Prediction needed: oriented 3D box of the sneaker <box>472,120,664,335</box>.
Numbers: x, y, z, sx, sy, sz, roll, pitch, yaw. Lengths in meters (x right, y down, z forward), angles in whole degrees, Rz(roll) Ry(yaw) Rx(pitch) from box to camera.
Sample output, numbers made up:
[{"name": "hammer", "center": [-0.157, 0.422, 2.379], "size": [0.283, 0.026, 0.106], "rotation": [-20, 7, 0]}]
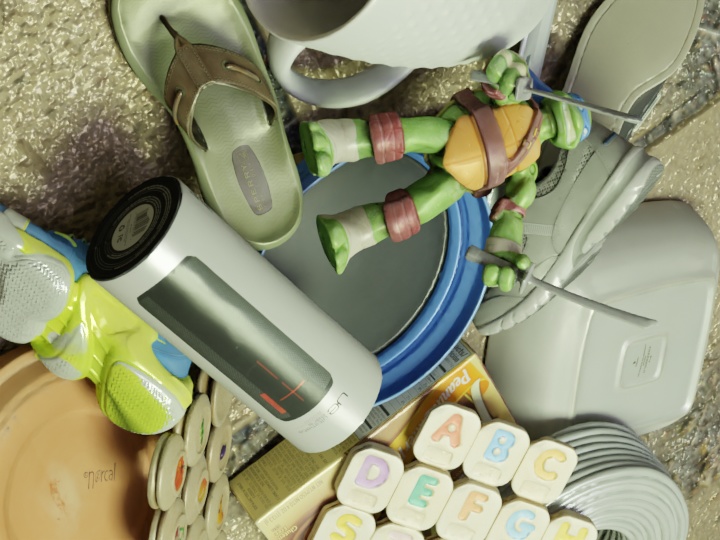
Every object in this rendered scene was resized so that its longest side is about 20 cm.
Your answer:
[{"name": "sneaker", "center": [0.131, -0.034, 1.402], "size": [0.075, 0.082, 0.200], "rotation": [-35, 167, -52]}]

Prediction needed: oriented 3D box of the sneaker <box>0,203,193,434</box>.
[{"name": "sneaker", "center": [-0.176, 0.010, 1.257], "size": [0.200, 0.076, 0.105], "rotation": [50, 38, -24]}]

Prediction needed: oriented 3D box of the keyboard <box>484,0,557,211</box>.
[{"name": "keyboard", "center": [0.115, -0.141, 1.385], "size": [0.056, 0.011, 0.201], "rotation": [-27, 132, -64]}]

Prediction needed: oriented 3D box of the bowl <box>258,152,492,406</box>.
[{"name": "bowl", "center": [0.000, 0.000, 1.358], "size": [0.200, 0.039, 0.201], "rotation": [-17, 122, -29]}]

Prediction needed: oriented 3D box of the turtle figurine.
[{"name": "turtle figurine", "center": [0.071, -0.059, 1.239], "size": [0.193, 0.200, 0.144], "rotation": [-15, 145, -9]}]

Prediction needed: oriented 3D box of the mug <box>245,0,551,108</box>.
[{"name": "mug", "center": [0.020, -0.181, 1.242], "size": [0.175, 0.148, 0.200], "rotation": [7, 131, -46]}]

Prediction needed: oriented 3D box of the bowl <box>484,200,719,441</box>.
[{"name": "bowl", "center": [0.197, 0.056, 1.544], "size": [0.199, 0.075, 0.201], "rotation": [-10, 122, -31]}]

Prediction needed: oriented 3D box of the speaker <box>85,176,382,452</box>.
[{"name": "speaker", "center": [-0.076, 0.030, 1.247], "size": [0.081, 0.081, 0.200], "rotation": [-49, 123, -3]}]

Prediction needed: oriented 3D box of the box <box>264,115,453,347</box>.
[{"name": "box", "center": [0.010, -0.021, 1.395], "size": [0.200, 0.021, 0.164], "rotation": [-17, 123, -27]}]

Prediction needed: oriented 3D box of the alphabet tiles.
[{"name": "alphabet tiles", "center": [0.067, 0.194, 1.432], "size": [0.200, 0.015, 0.196], "rotation": [21, 108, -17]}]

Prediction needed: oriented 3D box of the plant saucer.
[{"name": "plant saucer", "center": [-0.190, 0.144, 1.288], "size": [0.200, 0.032, 0.201], "rotation": [-6, 99, -44]}]

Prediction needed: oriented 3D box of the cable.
[{"name": "cable", "center": [0.159, 0.213, 1.527], "size": [0.200, 0.069, 0.200], "rotation": [-23, 133, -16]}]

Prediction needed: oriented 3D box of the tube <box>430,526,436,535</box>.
[{"name": "tube", "center": [0.090, 0.266, 1.606], "size": [0.052, 0.058, 0.200], "rotation": [-72, 158, -48]}]

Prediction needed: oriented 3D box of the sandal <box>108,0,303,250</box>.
[{"name": "sandal", "center": [-0.085, -0.105, 1.224], "size": [0.080, 0.057, 0.201], "rotation": [-29, 107, -8]}]

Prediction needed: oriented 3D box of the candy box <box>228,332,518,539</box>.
[{"name": "candy box", "center": [0.016, 0.142, 1.457], "size": [0.200, 0.055, 0.116], "rotation": [-38, 132, -6]}]

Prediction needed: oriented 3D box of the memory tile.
[{"name": "memory tile", "center": [-0.114, 0.169, 1.350], "size": [0.153, 0.017, 0.201], "rotation": [-64, 160, -59]}]

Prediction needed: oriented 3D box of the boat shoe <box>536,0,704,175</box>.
[{"name": "boat shoe", "center": [0.183, -0.136, 1.449], "size": [0.200, 0.073, 0.063], "rotation": [-60, 176, 0]}]
